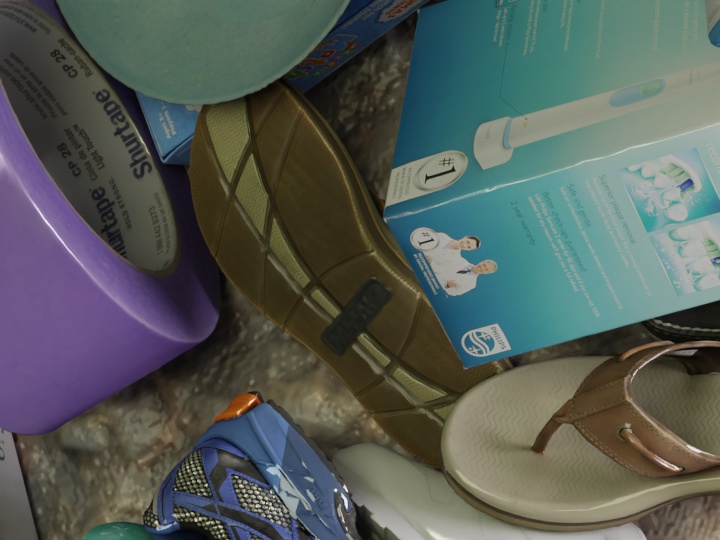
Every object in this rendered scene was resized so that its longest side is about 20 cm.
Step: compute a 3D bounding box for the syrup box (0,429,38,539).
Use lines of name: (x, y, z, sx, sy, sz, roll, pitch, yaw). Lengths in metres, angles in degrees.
syrup box: (-0.223, 0.090, 1.232, 0.081, 0.200, 0.079, -21, 74, 20)

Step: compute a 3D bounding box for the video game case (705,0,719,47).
video game case: (0.190, -0.150, 1.077, 0.018, 0.142, 0.201, 123, 154, -50)

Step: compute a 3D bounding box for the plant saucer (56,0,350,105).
plant saucer: (-0.055, -0.169, 1.224, 0.200, 0.039, 0.202, -2, 88, 39)

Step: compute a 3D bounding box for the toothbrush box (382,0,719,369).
toothbrush box: (0.120, -0.061, 1.138, 0.199, 0.085, 0.147, -17, 35, 20)

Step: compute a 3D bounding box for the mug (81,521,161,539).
mug: (-0.099, 0.218, 1.206, 0.152, 0.114, 0.185, 44, 98, 23)

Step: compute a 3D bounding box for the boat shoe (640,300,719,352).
boat shoe: (0.198, -0.009, 1.144, 0.200, 0.066, 0.072, -7, 79, 22)

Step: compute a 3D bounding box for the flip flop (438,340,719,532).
flip flop: (0.129, 0.058, 1.146, 0.199, 0.058, 0.081, -1, 53, 15)

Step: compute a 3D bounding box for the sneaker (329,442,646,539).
sneaker: (0.070, 0.125, 1.182, 0.200, 0.076, 0.081, 36, 73, 28)

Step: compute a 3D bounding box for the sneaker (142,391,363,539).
sneaker: (-0.013, 0.143, 1.159, 0.078, 0.075, 0.200, -36, 62, -16)

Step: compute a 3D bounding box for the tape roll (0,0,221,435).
tape roll: (-0.149, -0.037, 1.223, 0.085, 0.200, 0.201, -31, 71, 16)

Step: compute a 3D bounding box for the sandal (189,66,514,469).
sandal: (0.000, 0.000, 1.236, 0.200, 0.054, 0.080, 49, 116, 6)

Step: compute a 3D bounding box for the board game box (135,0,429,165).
board game box: (-0.036, -0.160, 1.257, 0.200, 0.037, 0.152, -33, 69, 32)
